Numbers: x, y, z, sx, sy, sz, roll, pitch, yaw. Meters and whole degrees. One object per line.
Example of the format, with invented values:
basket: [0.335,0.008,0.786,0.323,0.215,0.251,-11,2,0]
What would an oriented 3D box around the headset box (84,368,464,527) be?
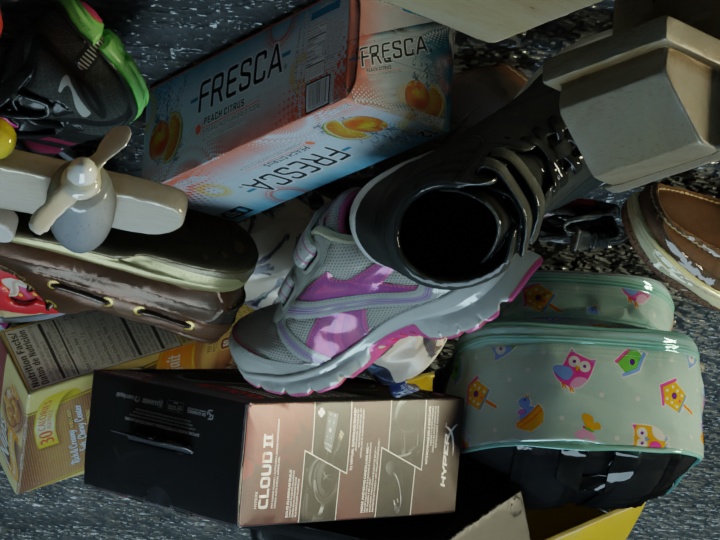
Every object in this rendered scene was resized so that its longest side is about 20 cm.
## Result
headset box: [-0.059,0.104,1.575,0.199,0.078,0.148,3,-176,-43]

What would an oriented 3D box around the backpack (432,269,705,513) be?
backpack: [0.134,0.078,1.663,0.175,0.154,0.200,5,175,-3]

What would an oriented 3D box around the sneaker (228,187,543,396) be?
sneaker: [0.000,0.000,1.389,0.199,0.081,0.088,-24,105,36]

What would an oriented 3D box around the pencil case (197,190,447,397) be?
pencil case: [-0.037,-0.001,1.516,0.200,0.078,0.089,30,121,-27]

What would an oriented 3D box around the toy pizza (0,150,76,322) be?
toy pizza: [-0.236,-0.024,1.516,0.199,0.032,0.201,6,143,5]

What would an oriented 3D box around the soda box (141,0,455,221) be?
soda box: [-0.035,-0.083,1.344,0.068,0.064,0.200,15,160,-33]

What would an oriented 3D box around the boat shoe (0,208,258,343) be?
boat shoe: [-0.159,-0.006,1.418,0.199,0.072,0.068,14,120,-3]

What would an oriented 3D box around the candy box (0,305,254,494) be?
candy box: [-0.134,0.064,1.660,0.199,0.055,0.116,-17,148,-23]

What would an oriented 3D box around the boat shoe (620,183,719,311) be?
boat shoe: [0.241,-0.014,1.522,0.202,0.075,0.075,22,128,-37]

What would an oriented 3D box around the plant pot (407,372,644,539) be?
plant pot: [0.049,0.209,1.833,0.200,0.177,0.200,30,-157,29]

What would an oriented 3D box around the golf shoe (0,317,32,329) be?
golf shoe: [-0.208,0.017,1.678,0.092,0.073,0.200,-7,160,33]

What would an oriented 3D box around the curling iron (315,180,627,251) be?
curling iron: [0.058,-0.039,1.514,0.199,0.026,0.050,9,-165,15]

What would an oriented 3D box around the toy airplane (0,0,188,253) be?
toy airplane: [-0.211,-0.055,1.225,0.199,0.142,0.199,-22,126,24]

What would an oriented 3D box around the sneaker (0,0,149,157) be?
sneaker: [-0.173,-0.079,1.329,0.077,0.084,0.200,49,148,-7]

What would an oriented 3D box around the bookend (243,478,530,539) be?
bookend: [0.019,0.234,1.681,0.199,0.200,0.092,8,-153,43]

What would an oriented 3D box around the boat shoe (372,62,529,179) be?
boat shoe: [0.050,-0.055,1.420,0.076,0.072,0.200,46,144,7]

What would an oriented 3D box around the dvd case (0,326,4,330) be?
dvd case: [-0.249,0.047,1.868,0.199,0.018,0.142,-7,159,33]

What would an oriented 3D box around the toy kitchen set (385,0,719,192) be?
toy kitchen set: [0.057,-0.134,1.002,0.180,0.164,0.200,17,157,-37]

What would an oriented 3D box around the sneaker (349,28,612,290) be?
sneaker: [0.089,-0.050,1.260,0.199,0.071,0.099,-30,-164,3]
